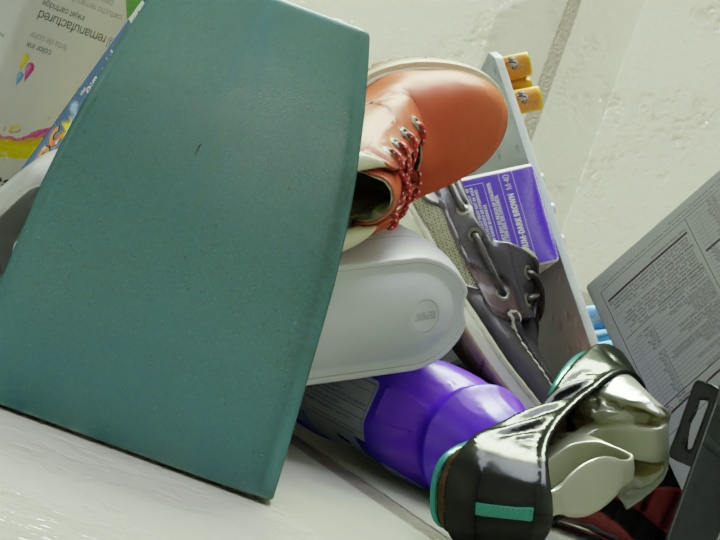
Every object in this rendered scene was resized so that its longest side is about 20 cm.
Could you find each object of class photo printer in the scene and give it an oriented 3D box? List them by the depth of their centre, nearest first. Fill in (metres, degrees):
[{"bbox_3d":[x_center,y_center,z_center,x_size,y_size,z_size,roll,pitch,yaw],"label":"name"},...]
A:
[{"bbox_3d":[-0.056,0.011,1.418,0.199,0.070,0.166,-7,16,-29],"label":"photo printer"}]

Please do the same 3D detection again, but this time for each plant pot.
[{"bbox_3d":[-0.071,-0.024,1.231,0.140,0.201,0.141,20,1,-3],"label":"plant pot"}]

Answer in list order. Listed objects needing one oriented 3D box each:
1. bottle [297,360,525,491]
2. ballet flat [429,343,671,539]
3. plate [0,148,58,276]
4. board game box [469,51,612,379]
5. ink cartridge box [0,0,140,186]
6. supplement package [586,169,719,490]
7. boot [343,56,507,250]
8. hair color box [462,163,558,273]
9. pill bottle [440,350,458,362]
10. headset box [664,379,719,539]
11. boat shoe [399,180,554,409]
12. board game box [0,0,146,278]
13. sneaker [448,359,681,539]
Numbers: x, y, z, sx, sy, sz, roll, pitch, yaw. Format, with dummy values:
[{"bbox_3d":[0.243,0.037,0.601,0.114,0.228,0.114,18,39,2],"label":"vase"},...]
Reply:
[{"bbox_3d":[0.034,0.078,1.453,0.083,0.066,0.200,26,-1,-35],"label":"bottle"},{"bbox_3d":[0.104,0.088,1.315,0.068,0.069,0.200,7,20,28],"label":"ballet flat"},{"bbox_3d":[-0.121,-0.038,1.510,0.198,0.033,0.200,-4,-12,-29],"label":"plate"},{"bbox_3d":[0.098,-0.002,1.679,0.026,0.201,0.200,-12,-20,-15],"label":"board game box"},{"bbox_3d":[-0.207,-0.092,1.757,0.084,0.201,0.144,26,5,42],"label":"ink cartridge box"},{"bbox_3d":[0.245,0.059,1.462,0.151,0.151,0.201,30,27,-41],"label":"supplement package"},{"bbox_3d":[0.009,-0.050,1.392,0.199,0.076,0.107,-18,25,-31],"label":"boot"},{"bbox_3d":[0.000,0.000,1.593,0.199,0.065,0.109,-11,-11,-18],"label":"hair color box"},{"bbox_3d":[0.008,0.031,1.813,0.112,0.113,0.200,20,2,-4],"label":"pill bottle"},{"bbox_3d":[0.238,0.103,1.281,0.199,0.175,0.093,19,2,11],"label":"headset box"},{"bbox_3d":[0.067,0.009,1.498,0.200,0.065,0.072,55,-8,20],"label":"boat shoe"},{"bbox_3d":[-0.122,-0.053,1.609,0.135,0.200,0.035,19,29,-41],"label":"board game box"},{"bbox_3d":[0.124,0.116,1.547,0.199,0.074,0.087,27,-7,7],"label":"sneaker"}]
